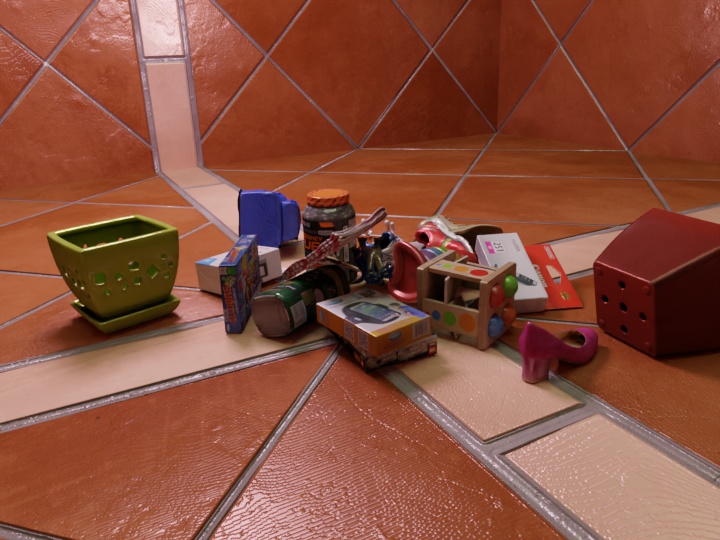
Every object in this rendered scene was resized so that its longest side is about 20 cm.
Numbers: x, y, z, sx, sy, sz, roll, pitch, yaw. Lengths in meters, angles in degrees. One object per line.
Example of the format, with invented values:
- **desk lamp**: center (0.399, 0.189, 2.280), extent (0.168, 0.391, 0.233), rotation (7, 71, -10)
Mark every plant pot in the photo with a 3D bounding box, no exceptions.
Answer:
- **plant pot**: center (0.514, 0.033, 1.019), extent (0.174, 0.202, 0.200), rotation (-21, 24, -16)
- **plant pot**: center (-0.483, 0.006, 1.193), extent (0.197, 0.184, 0.199), rotation (-20, 26, -39)

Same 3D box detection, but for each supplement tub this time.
- **supplement tub**: center (-0.069, -0.076, 1.345), extent (0.121, 0.203, 0.123), rotation (-2, 19, 1)

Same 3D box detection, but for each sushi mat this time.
- **sushi mat**: center (0.000, 0.000, 1.268), extent (0.199, 0.012, 0.095), rotation (21, 2, -42)

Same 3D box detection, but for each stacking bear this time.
- **stacking bear**: center (0.172, 0.000, 1.256), extent (0.198, 0.123, 0.113), rotation (-8, 25, -38)

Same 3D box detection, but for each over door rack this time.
- **over door rack**: center (0.002, -0.100, 1.607), extent (0.146, 0.068, 0.200), rotation (3, 20, 17)

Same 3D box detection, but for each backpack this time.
- **backpack**: center (-0.243, -0.131, 1.596), extent (0.165, 0.165, 0.200), rotation (5, 6, -6)

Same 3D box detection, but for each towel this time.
- **towel**: center (-0.052, -0.051, 1.114), extent (0.146, 0.030, 0.199), rotation (-35, 5, -41)

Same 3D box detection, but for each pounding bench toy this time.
- **pounding bench toy**: center (0.221, 0.039, 1.105), extent (0.154, 0.126, 0.199), rotation (12, 24, 35)

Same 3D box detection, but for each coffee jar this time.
- **coffee jar**: center (-0.110, 0.053, 1.151), extent (0.103, 0.087, 0.199), rotation (-8, 12, 37)

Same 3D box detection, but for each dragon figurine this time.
- **dragon figurine**: center (0.015, -0.001, 1.123), extent (0.058, 0.101, 0.200), rotation (1, -15, -13)

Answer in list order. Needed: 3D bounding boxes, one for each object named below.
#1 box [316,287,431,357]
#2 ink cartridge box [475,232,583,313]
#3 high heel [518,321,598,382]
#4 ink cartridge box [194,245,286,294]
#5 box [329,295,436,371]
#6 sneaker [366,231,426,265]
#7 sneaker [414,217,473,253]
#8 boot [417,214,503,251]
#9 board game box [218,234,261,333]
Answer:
- **box**: center (0.013, 0.079, 1.025), extent (0.118, 0.042, 0.199), rotation (-16, 26, -34)
- **ink cartridge box**: center (0.344, 0.000, 1.222), extent (0.171, 0.044, 0.201), rotation (-5, 43, -5)
- **high heel**: center (0.324, 0.102, 0.959), extent (0.198, 0.097, 0.067), rotation (-15, 23, -31)
- **ink cartridge box**: center (-0.262, -0.009, 1.369), extent (0.115, 0.068, 0.199), rotation (7, 21, 42)
- **box**: center (0.031, 0.107, 1.066), extent (0.135, 0.040, 0.200), rotation (-11, 21, -20)
- **sneaker**: center (0.085, -0.053, 1.437), extent (0.198, 0.086, 0.077), rotation (-16, 23, -35)
- **sneaker**: center (0.199, -0.045, 1.409), extent (0.084, 0.078, 0.200), rotation (-27, 43, -16)
- **boot**: center (0.259, -0.102, 1.573), extent (0.197, 0.074, 0.156), rotation (-11, 24, -7)
- **board game box**: center (-0.237, 0.021, 1.194), extent (0.034, 0.137, 0.200), rotation (-1, 19, 2)
